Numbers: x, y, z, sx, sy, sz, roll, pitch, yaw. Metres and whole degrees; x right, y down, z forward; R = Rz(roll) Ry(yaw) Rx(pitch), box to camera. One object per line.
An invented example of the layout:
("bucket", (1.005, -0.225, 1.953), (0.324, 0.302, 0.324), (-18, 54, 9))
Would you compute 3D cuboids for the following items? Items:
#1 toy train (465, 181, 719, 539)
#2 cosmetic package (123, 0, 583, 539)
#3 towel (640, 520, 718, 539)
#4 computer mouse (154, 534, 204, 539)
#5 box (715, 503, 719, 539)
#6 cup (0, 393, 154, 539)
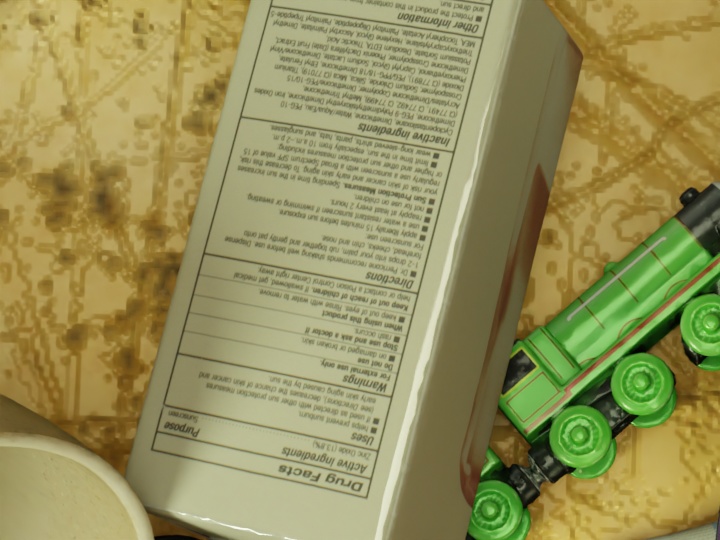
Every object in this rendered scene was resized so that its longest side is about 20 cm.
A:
("toy train", (0.076, 0.043, 1.015), (0.200, 0.042, 0.056), (-41, 75, -2))
("cosmetic package", (0.000, 0.000, 0.975), (0.103, 0.087, 0.201), (12, 80, 22))
("towel", (0.181, 0.153, 1.011), (0.199, 0.024, 0.148), (-13, 83, -1))
("computer mouse", (-0.017, 0.181, 0.983), (0.140, 0.046, 0.201), (-16, 87, 0))
("box", (0.192, 0.038, 0.917), (0.140, 0.200, 0.079), (8, 62, 9))
("cup", (-0.189, 0.101, 0.934), (0.200, 0.200, 0.143), (-49, 52, -2))
